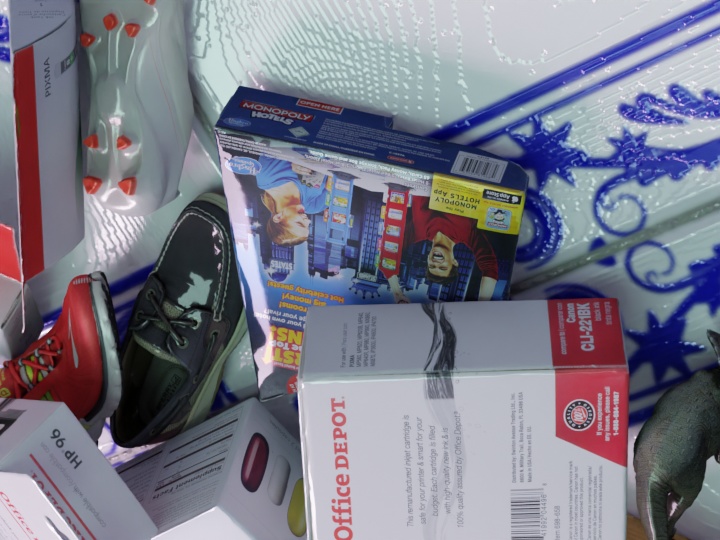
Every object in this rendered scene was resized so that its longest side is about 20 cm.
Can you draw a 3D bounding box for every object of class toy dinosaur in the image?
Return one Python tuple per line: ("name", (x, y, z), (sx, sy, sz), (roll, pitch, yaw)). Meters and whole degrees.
("toy dinosaur", (0.200, 0.107, 1.452), (0.077, 0.200, 0.102), (31, 152, 34))

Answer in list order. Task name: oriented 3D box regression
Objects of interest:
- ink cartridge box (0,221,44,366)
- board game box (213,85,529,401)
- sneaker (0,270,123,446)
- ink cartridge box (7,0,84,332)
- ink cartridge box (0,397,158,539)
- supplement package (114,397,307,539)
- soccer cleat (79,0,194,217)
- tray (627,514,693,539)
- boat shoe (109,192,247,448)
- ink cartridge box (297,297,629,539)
("ink cartridge box", (-0.320, -0.014, 1.581), (0.200, 0.045, 0.176), (23, 160, 8))
("board game box", (0.000, 0.000, 1.507), (0.200, 0.062, 0.200), (13, 124, 8))
("sneaker", (-0.211, 0.076, 1.585), (0.085, 0.077, 0.200), (1, 141, -19))
("ink cartridge box", (-0.195, -0.078, 1.463), (0.050, 0.200, 0.161), (-4, 119, -9))
("ink cartridge box", (-0.212, 0.146, 1.525), (0.200, 0.068, 0.116), (0, 130, 54))
("supplement package", (-0.077, 0.214, 1.603), (0.156, 0.111, 0.200), (-28, 117, 31))
("soccer cleat", (-0.140, -0.135, 1.492), (0.069, 0.078, 0.200), (9, 100, 26))
("tray", (0.171, 0.212, 1.575), (0.200, 0.037, 0.099), (21, 123, 10))
("boat shoe", (-0.123, 0.041, 1.572), (0.072, 0.065, 0.200), (34, 126, 19))
("ink cartridge box", (0.064, 0.099, 1.460), (0.200, 0.084, 0.144), (-2, 122, 2))
